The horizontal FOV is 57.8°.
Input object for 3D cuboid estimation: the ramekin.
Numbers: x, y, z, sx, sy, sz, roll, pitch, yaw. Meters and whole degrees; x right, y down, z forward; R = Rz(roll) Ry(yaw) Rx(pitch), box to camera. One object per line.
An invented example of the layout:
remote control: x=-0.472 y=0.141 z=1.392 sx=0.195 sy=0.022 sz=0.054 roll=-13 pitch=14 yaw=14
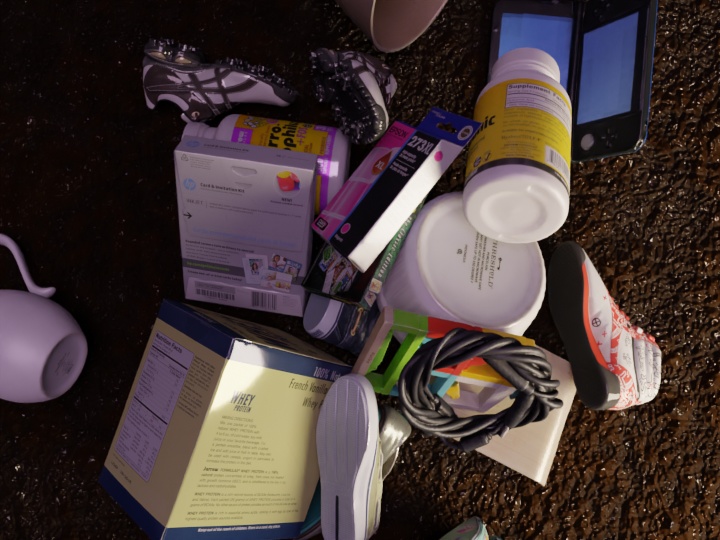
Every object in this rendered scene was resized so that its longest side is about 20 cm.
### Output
ramekin: x=0.119 y=0.004 z=0.745 sx=0.196 sy=0.094 sz=0.208 roll=6 pitch=67 yaw=-13

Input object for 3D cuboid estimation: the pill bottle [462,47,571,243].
pill bottle: x=0.174 y=-0.142 z=0.712 sx=0.108 sy=0.112 sz=0.204 roll=13 pitch=59 yaw=1

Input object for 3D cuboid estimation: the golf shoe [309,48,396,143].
golf shoe: x=0.007 y=-0.210 z=0.745 sx=0.092 sy=0.202 sz=0.079 roll=-8 pitch=128 yaw=-17

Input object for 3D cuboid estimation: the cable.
cable: x=0.123 y=0.127 z=0.670 sx=0.159 sy=0.202 sz=0.052 roll=-13 pitch=46 yaw=18

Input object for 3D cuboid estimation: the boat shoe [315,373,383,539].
boat shoe: x=-0.008 y=0.209 z=0.717 sx=0.070 sy=0.061 sz=0.206 roll=12 pitch=103 yaw=32

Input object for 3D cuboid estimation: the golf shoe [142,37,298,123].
golf shoe: x=-0.176 y=-0.220 z=0.812 sx=0.194 sy=0.078 sz=0.097 roll=15 pitch=105 yaw=3

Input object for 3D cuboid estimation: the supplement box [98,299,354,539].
supplement box: x=-0.138 y=0.165 z=0.709 sx=0.132 sy=0.198 sz=0.205 roll=18 pitch=88 yaw=40

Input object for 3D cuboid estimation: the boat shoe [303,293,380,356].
boat shoe: x=0.000 y=0.000 z=0.802 sx=0.090 sy=0.070 sz=0.205 roll=30 pitch=69 yaw=-31

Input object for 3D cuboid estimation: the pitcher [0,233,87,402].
pitcher: x=-0.422 y=0.054 z=0.783 sx=0.195 sy=0.122 sz=0.175 roll=19 pitch=73 yaw=12

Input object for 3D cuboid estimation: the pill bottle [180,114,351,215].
pill bottle: x=-0.112 y=-0.128 z=0.783 sx=0.194 sy=0.104 sz=0.108 roll=7 pitch=88 yaw=1

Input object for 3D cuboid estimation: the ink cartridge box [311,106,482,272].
ink cartridge box: x=0.036 y=-0.100 z=0.703 sx=0.201 sy=0.094 sz=0.037 roll=-49 pitch=127 yaw=-3

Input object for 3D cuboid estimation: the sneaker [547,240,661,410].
sneaker: x=0.299 y=0.066 z=0.797 sx=0.105 sy=0.067 sz=0.207 roll=3 pitch=67 yaw=-26

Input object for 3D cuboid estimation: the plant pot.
plant pot: x=0.005 y=-0.400 z=0.769 sx=0.199 sy=0.187 sz=0.188 roll=42 pitch=89 yaw=16

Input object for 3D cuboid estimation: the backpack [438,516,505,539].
backpack: x=0.116 y=0.381 z=0.714 sx=0.174 sy=0.200 sz=0.155 roll=-35 pitch=87 yaw=0

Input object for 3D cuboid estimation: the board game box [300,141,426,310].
board game box: x=0.015 y=-0.057 z=0.732 sx=0.023 sy=0.103 sz=0.203 roll=39 pitch=72 yaw=-38

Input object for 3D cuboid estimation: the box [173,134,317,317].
box: x=-0.131 y=-0.045 z=0.756 sx=0.151 sy=0.042 sz=0.204 roll=8 pitch=128 yaw=1

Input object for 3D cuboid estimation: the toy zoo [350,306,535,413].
toy zoo: x=0.098 y=0.104 z=0.700 sx=0.194 sy=0.133 sz=0.021 roll=12 pitch=49 yaw=-11

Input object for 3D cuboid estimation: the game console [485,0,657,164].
game console: x=0.245 y=-0.242 z=0.782 sx=0.115 sy=0.170 sz=0.207 roll=6 pitch=88 yaw=-26

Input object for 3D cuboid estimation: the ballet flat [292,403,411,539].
ballet flat: x=-0.008 y=0.255 z=0.787 sx=0.063 sy=0.067 sz=0.202 roll=34 pitch=96 yaw=-22

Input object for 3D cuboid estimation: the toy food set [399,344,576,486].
toy food set: x=0.163 y=0.151 z=0.800 sx=0.196 sy=0.060 sz=0.146 roll=26 pitch=77 yaw=0
